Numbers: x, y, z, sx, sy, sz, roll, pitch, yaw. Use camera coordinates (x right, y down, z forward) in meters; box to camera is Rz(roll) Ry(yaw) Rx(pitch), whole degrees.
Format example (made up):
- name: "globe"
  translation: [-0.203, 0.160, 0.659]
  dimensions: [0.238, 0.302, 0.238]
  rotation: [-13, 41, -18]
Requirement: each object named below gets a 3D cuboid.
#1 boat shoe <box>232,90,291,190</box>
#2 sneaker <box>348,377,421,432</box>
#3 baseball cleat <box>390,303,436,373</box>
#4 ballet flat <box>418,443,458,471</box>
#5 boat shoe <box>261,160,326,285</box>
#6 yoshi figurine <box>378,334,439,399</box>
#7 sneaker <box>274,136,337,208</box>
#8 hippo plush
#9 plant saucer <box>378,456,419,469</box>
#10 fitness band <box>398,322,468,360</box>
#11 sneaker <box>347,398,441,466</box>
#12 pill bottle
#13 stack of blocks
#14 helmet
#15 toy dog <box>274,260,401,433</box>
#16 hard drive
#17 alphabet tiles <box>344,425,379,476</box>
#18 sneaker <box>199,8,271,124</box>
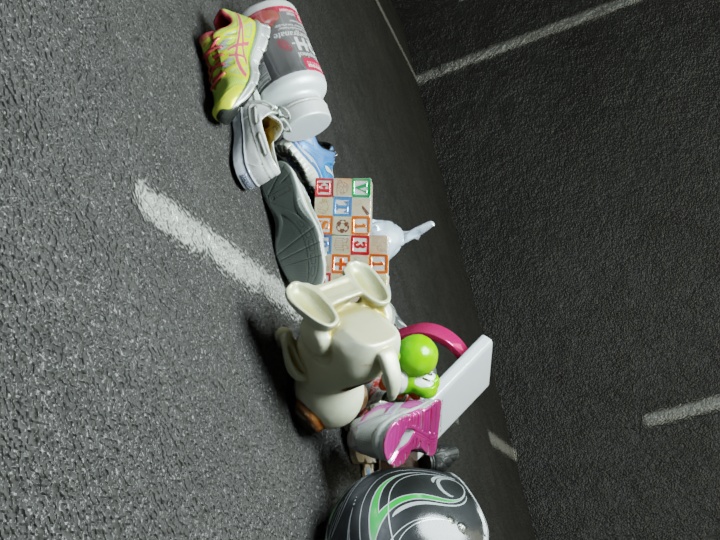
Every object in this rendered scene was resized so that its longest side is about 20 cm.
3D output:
- name: "boat shoe"
  translation: [-0.136, -0.207, 1.182]
  dimensions: [0.075, 0.085, 0.203]
  rotation: [60, 17, -46]
- name: "sneaker"
  translation: [0.047, 0.201, 1.302]
  dimensions: [0.202, 0.107, 0.068]
  rotation: [-76, 146, -64]
- name: "baseball cleat"
  translation: [0.067, 0.132, 1.558]
  dimensions: [0.200, 0.070, 0.106]
  rotation: [51, 4, 19]
- name: "ballet flat"
  translation: [0.131, 0.362, 1.490]
  dimensions: [0.200, 0.056, 0.067]
  rotation: [109, -29, -64]
- name: "boat shoe"
  translation: [-0.092, -0.063, 1.221]
  dimensions: [0.065, 0.074, 0.204]
  rotation: [21, 46, -67]
- name: "yoshi figurine"
  translation: [0.030, 0.113, 1.197]
  dimensions: [0.112, 0.198, 0.113]
  rotation: [107, 6, -65]
- name: "sneaker"
  translation: [-0.064, -0.164, 1.374]
  dimensions: [0.089, 0.078, 0.200]
  rotation: [-54, 141, -20]
- name: "hippo plush"
  translation: [0.000, 0.000, 1.366]
  dimensions: [0.159, 0.198, 0.162]
  rotation: [140, -43, -72]
- name: "plant saucer"
  translation: [0.066, 0.352, 1.374]
  dimensions: [0.200, 0.034, 0.202]
  rotation: [-11, 90, -76]
- name: "fitness band"
  translation: [0.111, 0.165, 1.491]
  dimensions: [0.144, 0.199, 0.037]
  rotation: [57, 44, -12]
- name: "sneaker"
  translation: [0.050, 0.214, 1.143]
  dimensions: [0.199, 0.088, 0.082]
  rotation: [9, 88, -60]
- name: "pill bottle"
  translation: [-0.118, -0.307, 1.284]
  dimensions: [0.201, 0.110, 0.111]
  rotation: [68, 12, 14]
- name: "stack of blocks"
  translation: [-0.013, -0.037, 1.259]
  dimensions: [0.059, 0.114, 0.202]
  rotation: [48, 43, -85]
- name: "helmet"
  translation: [0.046, 0.346, 1.018]
  dimensions: [0.200, 0.189, 0.202]
  rotation: [171, -90, -70]
- name: "toy dog"
  translation: [-0.023, 0.118, 1.067]
  dimensions: [0.194, 0.201, 0.139]
  rotation: [40, 44, 20]
- name: "hard drive"
  translation: [0.150, 0.213, 1.389]
  dimensions: [0.027, 0.200, 0.133]
  rotation: [32, -34, 30]
- name: "alphabet tiles"
  translation: [0.012, 0.266, 1.345]
  dimensions: [0.200, 0.014, 0.197]
  rotation: [35, 39, -68]
- name: "sneaker"
  translation: [-0.187, -0.285, 1.143]
  dimensions: [0.090, 0.078, 0.201]
  rotation: [28, 46, -26]
